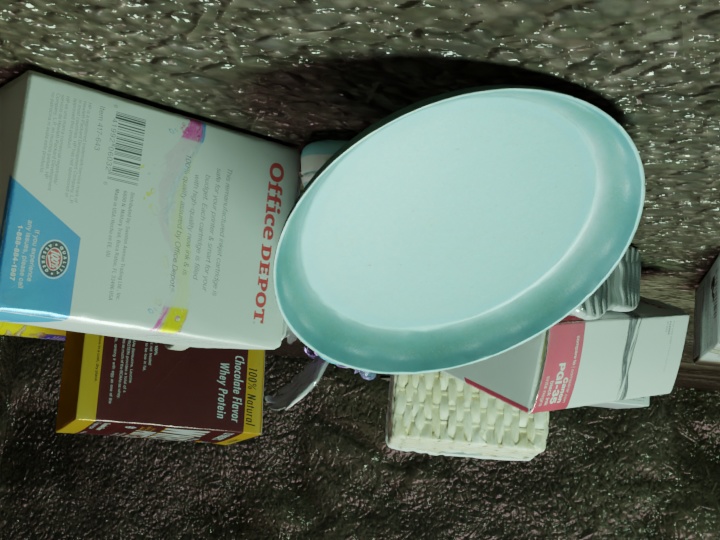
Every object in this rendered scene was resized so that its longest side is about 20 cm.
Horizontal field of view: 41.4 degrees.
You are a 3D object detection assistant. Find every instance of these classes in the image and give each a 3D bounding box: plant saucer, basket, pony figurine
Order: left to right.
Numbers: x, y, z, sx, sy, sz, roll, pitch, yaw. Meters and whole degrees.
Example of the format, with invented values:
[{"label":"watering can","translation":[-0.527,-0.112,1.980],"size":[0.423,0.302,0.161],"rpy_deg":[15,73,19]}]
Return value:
[{"label":"pony figurine","translation":[-0.040,0.097,1.333],"size":[0.200,0.167,0.193],"rpy_deg":[17,134,-39]},{"label":"plant saucer","translation":[0.050,-0.019,0.502],"size":[0.200,0.027,0.200],"rpy_deg":[-10,137,-9]},{"label":"basket","translation":[0.133,0.131,1.186],"size":[0.198,0.200,0.161],"rpy_deg":[5,169,4]}]

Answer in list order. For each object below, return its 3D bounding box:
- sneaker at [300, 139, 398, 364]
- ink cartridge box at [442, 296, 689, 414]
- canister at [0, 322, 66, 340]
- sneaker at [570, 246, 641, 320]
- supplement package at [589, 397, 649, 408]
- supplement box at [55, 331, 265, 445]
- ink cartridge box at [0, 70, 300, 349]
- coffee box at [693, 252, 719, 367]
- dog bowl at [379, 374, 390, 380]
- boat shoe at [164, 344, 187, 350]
[{"label":"sneaker","translation":[0.000,0.000,0.636],"size":[0.079,0.131,0.200],"rpy_deg":[2,171,14]},{"label":"ink cartridge box","translation":[0.175,0.059,0.858],"size":[0.200,0.083,0.146],"rpy_deg":[1,-167,-39]},{"label":"canister","translation":[-0.389,0.031,1.159],"size":[0.200,0.087,0.148],"rpy_deg":[11,-168,-46]},{"label":"sneaker","translation":[0.154,0.005,0.742],"size":[0.082,0.075,0.200],"rpy_deg":[-2,169,32]},{"label":"supplement package","translation":[0.299,0.135,1.381],"size":[0.200,0.111,0.156],"rpy_deg":[6,171,0]},{"label":"supplement box","translation":[-0.221,0.087,1.075],"size":[0.200,0.198,0.133],"rpy_deg":[9,161,-24]},{"label":"ink cartridge box","translation":[-0.137,-0.022,0.587],"size":[0.200,0.129,0.125],"rpy_deg":[13,169,-37]},{"label":"coffee box","translation":[0.358,0.041,0.831],"size":[0.113,0.080,0.200],"rpy_deg":[3,171,15]},{"label":"dog bowl","translation":[0.146,0.219,2.162],"size":[0.200,0.074,0.200],"rpy_deg":[6,171,1]},{"label":"boat shoe","translation":[-0.099,0.011,0.802],"size":[0.093,0.075,0.200],"rpy_deg":[7,149,-27]}]
